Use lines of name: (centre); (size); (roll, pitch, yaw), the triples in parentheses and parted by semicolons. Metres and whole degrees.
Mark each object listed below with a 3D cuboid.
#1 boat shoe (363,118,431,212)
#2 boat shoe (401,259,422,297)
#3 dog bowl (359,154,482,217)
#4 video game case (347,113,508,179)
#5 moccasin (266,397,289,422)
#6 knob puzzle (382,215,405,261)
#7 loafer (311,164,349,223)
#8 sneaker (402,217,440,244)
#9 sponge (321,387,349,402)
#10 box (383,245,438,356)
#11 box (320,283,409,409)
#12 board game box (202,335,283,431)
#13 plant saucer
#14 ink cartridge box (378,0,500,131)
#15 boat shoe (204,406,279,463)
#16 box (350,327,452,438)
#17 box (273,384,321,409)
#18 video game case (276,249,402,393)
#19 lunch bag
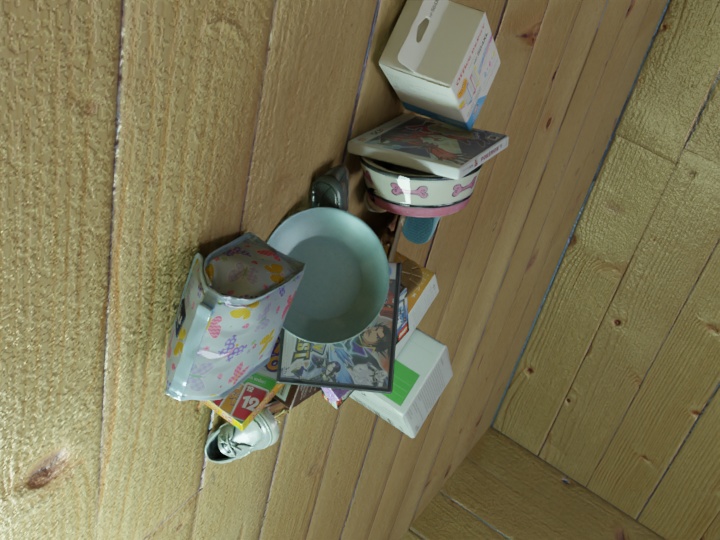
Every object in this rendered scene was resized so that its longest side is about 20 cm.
boat shoe: (0.071, -0.181, 1.543); (0.200, 0.074, 0.069); (-47, -170, -14)
boat shoe: (0.033, 0.058, 1.645); (0.199, 0.071, 0.069); (-39, -171, -31)
dog bowl: (0.094, -0.150, 1.420); (0.199, 0.197, 0.075); (-34, 134, -50)
video game case: (0.108, -0.200, 1.411); (0.182, 0.197, 0.023); (-35, 135, -49)
moccasin: (-0.152, 0.227, 1.557); (0.201, 0.072, 0.079); (-20, 130, -75)
knob puzzle: (0.067, -0.105, 1.634); (0.220, 0.030, 0.224); (17, 89, -89)
loafer: (-0.041, -0.074, 1.411); (0.063, 0.071, 0.202); (-49, 156, -41)
sneaker: (0.141, -0.161, 1.686); (0.202, 0.079, 0.131); (-63, 180, 38)
sponge: (-0.059, 0.091, 1.405); (0.111, 0.202, 0.030); (-36, -179, -31)
box: (0.048, 0.075, 1.744); (0.202, 0.123, 0.098); (-56, 159, -13)
box: (0.006, 0.123, 1.517); (0.200, 0.040, 0.138); (-45, 151, -24)
board game box: (-0.155, 0.148, 1.391); (0.200, 0.095, 0.030); (-46, 157, -34)
plant saucer: (-0.056, 0.009, 1.341); (0.202, 0.200, 0.039); (-55, -174, -13)
ink cartridge box: (0.123, -0.322, 1.367); (0.130, 0.124, 0.200); (-65, 160, -4)
boat shoe: (-0.193, 0.269, 1.421); (0.071, 0.071, 0.200); (-34, 178, -36)
box: (0.065, 0.205, 1.851); (0.173, 0.197, 0.201); (-55, 159, -15)
box: (-0.093, 0.153, 1.544); (0.199, 0.099, 0.076); (-24, 140, -59)
video game case: (-0.031, 0.078, 1.369); (0.025, 0.177, 0.204); (145, -49, -76)
lunch bag: (-0.179, 0.061, 1.181); (0.172, 0.126, 0.200); (-67, 169, 25)
